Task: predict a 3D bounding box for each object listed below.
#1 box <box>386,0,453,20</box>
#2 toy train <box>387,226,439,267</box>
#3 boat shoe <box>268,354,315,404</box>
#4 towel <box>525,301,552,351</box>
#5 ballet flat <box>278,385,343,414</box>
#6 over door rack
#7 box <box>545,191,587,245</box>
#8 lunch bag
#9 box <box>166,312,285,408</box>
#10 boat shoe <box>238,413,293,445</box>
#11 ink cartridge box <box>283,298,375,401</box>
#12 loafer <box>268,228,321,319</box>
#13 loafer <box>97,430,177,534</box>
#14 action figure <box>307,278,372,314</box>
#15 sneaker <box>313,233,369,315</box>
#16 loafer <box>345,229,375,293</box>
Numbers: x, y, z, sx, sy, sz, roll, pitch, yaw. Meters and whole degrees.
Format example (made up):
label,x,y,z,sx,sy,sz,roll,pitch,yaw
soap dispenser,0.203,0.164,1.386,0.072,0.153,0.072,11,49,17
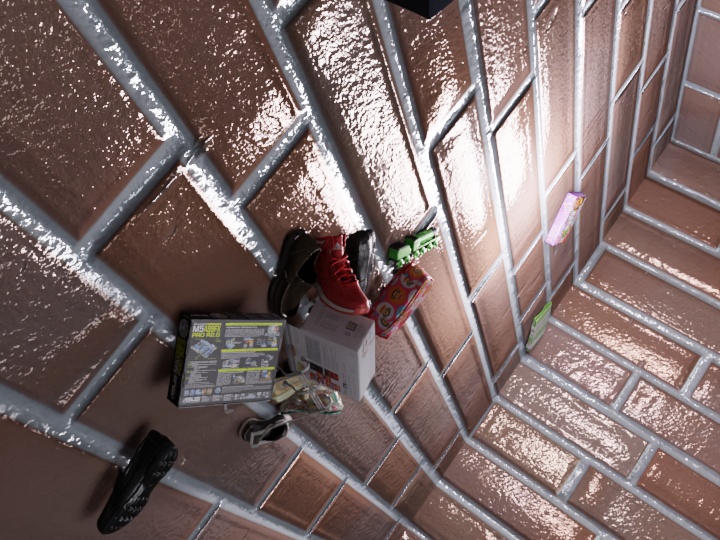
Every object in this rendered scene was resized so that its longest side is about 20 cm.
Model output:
label,x,y,z,sx,sy,sz,roll,pitch,yaw
box,0.096,-0.514,1.264,0.200,0.181,0.105,-46,152,-26
toy train,0.133,-0.062,2.001,0.199,0.041,0.057,-28,131,-47
boat shoe,-0.137,0.221,1.793,0.200,0.071,0.077,-31,128,-47
towel,0.780,0.244,3.536,0.149,0.031,0.201,-42,148,-37
ballet flat,-0.113,0.292,1.822,0.075,0.199,0.065,-2,84,-47
over door rack,-0.175,0.269,1.692,0.199,0.067,0.148,-27,131,0
box,0.768,-0.194,3.007,0.136,0.039,0.201,-11,128,-57
lunch bag,0.102,0.080,2.019,0.200,0.082,0.176,-51,165,2
box,-0.238,0.158,1.446,0.199,0.044,0.162,2,102,-41
boat shoe,-0.203,0.370,1.841,0.067,0.057,0.200,-62,155,8
ink cartridge box,-0.063,0.159,1.669,0.201,0.174,0.084,89,26,-52
loafer,-0.125,0.020,1.578,0.073,0.071,0.201,-27,141,-47
loafer,-0.408,0.380,1.449,0.201,0.070,0.068,-54,155,0
action figure,-0.050,0.100,1.756,0.102,0.118,0.201,-51,166,-56
sneaker,-0.045,-0.002,1.574,0.078,0.200,0.116,-10,123,-38
loafer,0.000,0.000,1.788,0.070,0.068,0.202,-24,135,-38
